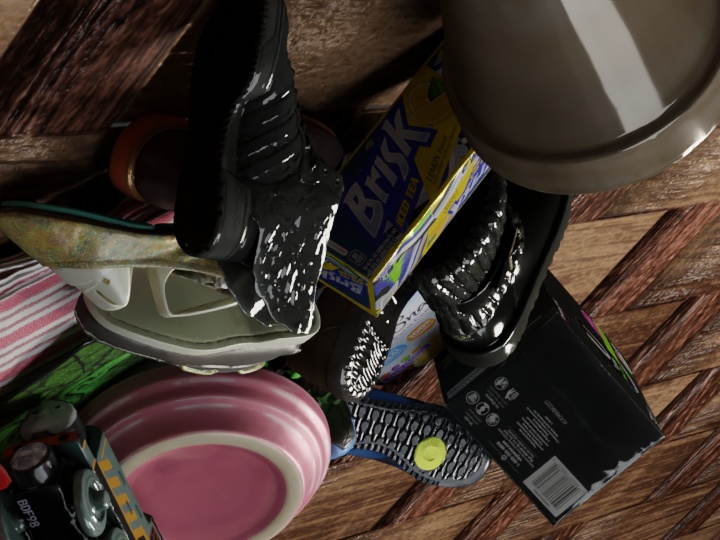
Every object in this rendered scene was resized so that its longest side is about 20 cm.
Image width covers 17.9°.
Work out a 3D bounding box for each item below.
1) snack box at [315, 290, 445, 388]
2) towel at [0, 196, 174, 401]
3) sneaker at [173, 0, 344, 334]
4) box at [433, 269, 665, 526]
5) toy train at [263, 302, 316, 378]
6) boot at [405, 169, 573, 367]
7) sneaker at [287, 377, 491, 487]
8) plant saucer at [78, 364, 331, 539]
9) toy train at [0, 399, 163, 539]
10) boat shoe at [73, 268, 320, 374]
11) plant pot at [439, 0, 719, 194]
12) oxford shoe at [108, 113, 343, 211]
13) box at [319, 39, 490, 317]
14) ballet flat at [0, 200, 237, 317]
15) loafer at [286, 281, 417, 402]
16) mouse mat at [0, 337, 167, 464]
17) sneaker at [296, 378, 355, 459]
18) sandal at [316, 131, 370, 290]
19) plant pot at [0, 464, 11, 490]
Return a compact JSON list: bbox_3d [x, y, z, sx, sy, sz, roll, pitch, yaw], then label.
[{"bbox_3d":[0.028,0.029,1.845,0.142,0.053,0.200,-43,158,15],"label":"snack box"},{"bbox_3d":[-0.190,0.020,1.520,0.146,0.030,0.200,-28,160,-21],"label":"towel"},{"bbox_3d":[-0.053,-0.066,1.365,0.104,0.060,0.200,11,90,-44],"label":"sneaker"},{"bbox_3d":[0.152,0.094,1.934,0.124,0.149,0.200,-40,-165,9],"label":"box"},{"bbox_3d":[-0.086,0.094,1.725,0.200,0.042,0.056,-41,170,11],"label":"toy train"},{"bbox_3d":[0.092,-0.049,1.666,0.158,0.079,0.212,58,40,-54],"label":"boot"},{"bbox_3d":[0.016,0.127,1.909,0.200,0.078,0.066,17,98,-24],"label":"sneaker"},{"bbox_3d":[-0.119,0.149,1.671,0.200,0.051,0.201,-6,137,-5],"label":"plant saucer"},{"bbox_3d":[-0.188,0.184,1.578,0.085,0.114,0.200,-16,122,12],"label":"toy train"},{"bbox_3d":[-0.115,0.037,1.518,0.201,0.072,0.061,5,145,-47],"label":"boat shoe"},{"bbox_3d":[0.128,-0.176,1.419,0.200,0.200,0.174,-36,143,-2],"label":"plant pot"},{"bbox_3d":[-0.068,-0.060,1.450,0.200,0.072,0.071,-10,120,-51],"label":"oxford shoe"},{"bbox_3d":[0.040,-0.071,1.544,0.200,0.070,0.064,-52,163,-19],"label":"box"},{"bbox_3d":[-0.133,-0.004,1.414,0.200,0.071,0.071,4,138,-33],"label":"ballet flat"},{"bbox_3d":[0.000,0.000,1.660,0.200,0.071,0.073,-63,149,-30],"label":"loafer"},{"bbox_3d":[-0.220,0.098,1.607,0.200,0.008,0.161,-34,166,19],"label":"mouse mat"},{"bbox_3d":[-0.063,0.146,1.797,0.078,0.090,0.200,-41,-166,-36],"label":"sneaker"},{"bbox_3d":[-0.045,-0.014,1.599,0.200,0.055,0.082,-37,133,-1],"label":"sandal"},{"bbox_3d":[-0.310,0.246,1.580,0.177,0.201,0.200,-19,160,4],"label":"plant pot"}]
